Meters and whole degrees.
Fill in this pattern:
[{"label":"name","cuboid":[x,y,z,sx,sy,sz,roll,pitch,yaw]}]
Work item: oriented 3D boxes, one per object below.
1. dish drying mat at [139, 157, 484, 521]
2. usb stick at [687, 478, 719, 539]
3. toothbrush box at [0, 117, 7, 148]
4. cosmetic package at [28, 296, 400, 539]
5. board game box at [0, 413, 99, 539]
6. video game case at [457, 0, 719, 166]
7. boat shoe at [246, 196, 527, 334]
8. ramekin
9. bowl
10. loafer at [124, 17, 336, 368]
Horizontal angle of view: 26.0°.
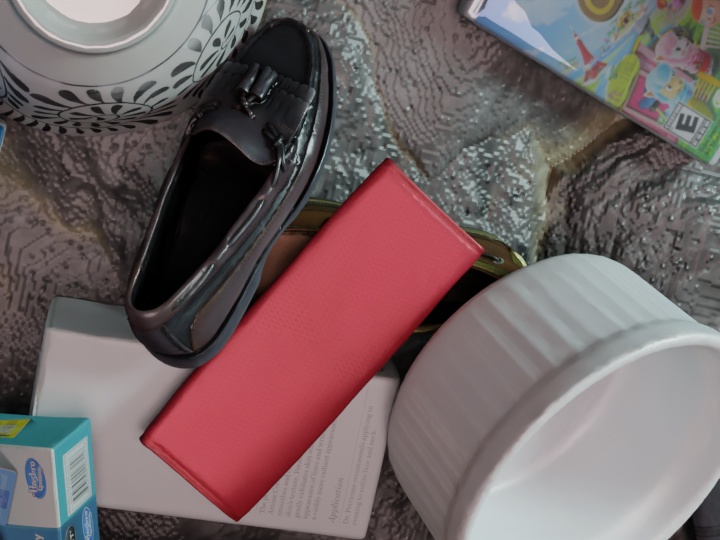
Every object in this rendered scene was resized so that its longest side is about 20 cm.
[{"label":"dish drying mat","cuboid":[-0.026,0.038,0.836,0.077,0.018,0.200,42,88,-12]},{"label":"usb stick","cuboid":[0.242,0.194,0.992,0.055,0.033,0.202,-16,107,-7]},{"label":"toothbrush box","cuboid":[-0.283,-0.070,0.764,0.199,0.146,0.086,26,98,-17]},{"label":"cosmetic package","cuboid":[-0.086,0.083,0.881,0.198,0.074,0.103,11,102,-11]},{"label":"board game box","cuboid":[-0.239,0.151,0.838,0.198,0.047,0.152,2,105,16]},{"label":"video game case","cuboid":[0.180,-0.189,0.886,0.181,0.022,0.201,28,98,-16]},{"label":"boat shoe","cuboid":[0.000,0.000,0.877,0.198,0.068,0.073,-2,105,-10]},{"label":"ramekin","cuboid":[0.111,0.087,0.867,0.199,0.098,0.202,-22,136,-23]},{"label":"bowl","cuboid":[-0.137,-0.161,0.796,0.199,0.094,0.203,-3,105,-11]},{"label":"loafer","cuboid":[-0.068,-0.048,0.817,0.071,0.063,0.201,16,76,20]}]
